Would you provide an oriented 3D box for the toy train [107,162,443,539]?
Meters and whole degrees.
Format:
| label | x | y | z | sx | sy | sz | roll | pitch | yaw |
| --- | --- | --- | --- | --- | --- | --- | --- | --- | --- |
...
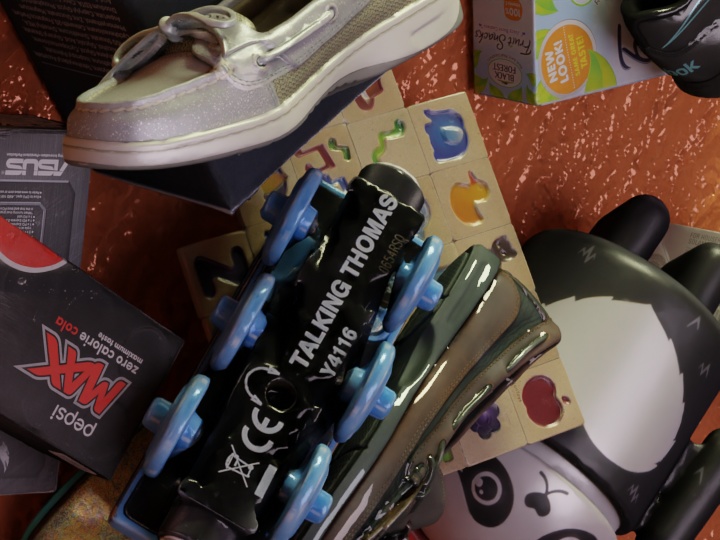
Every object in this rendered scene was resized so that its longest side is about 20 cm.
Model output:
| label | x | y | z | sx | sy | sz | roll | pitch | yaw |
| --- | --- | --- | --- | --- | --- | --- | --- | --- | --- |
| toy train | -0.033 | 0.046 | 1.153 | 0.086 | 0.114 | 0.200 | 29 | 65 | -3 |

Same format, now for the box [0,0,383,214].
| label | x | y | z | sx | sy | sz | roll | pitch | yaw |
| --- | --- | --- | --- | --- | --- | --- | --- | --- | --- |
| box | -0.073 | -0.153 | 1.149 | 0.148 | 0.107 | 0.200 | -43 | 125 | -25 |

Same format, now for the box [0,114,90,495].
| label | x | y | z | sx | sy | sz | roll | pitch | yaw |
| --- | --- | --- | --- | --- | --- | --- | --- | --- | --- |
| box | -0.207 | 0.014 | 1.115 | 0.199 | 0.048 | 0.159 | -1 | 102 | -41 |

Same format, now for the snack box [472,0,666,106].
| label | x | y | z | sx | sy | sz | roll | pitch | yaw |
| --- | --- | --- | --- | --- | --- | --- | --- | --- | --- |
| snack box | 0.142 | -0.170 | 1.371 | 0.199 | 0.053 | 0.143 | -15 | 110 | -38 |

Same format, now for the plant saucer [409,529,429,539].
| label | x | y | z | sx | sy | sz | roll | pitch | yaw |
| --- | --- | --- | --- | --- | --- | --- | --- | --- | --- |
| plant saucer | -0.039 | 0.171 | 1.312 | 0.200 | 0.037 | 0.200 | -50 | 129 | -20 |

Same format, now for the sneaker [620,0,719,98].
| label | x | y | z | sx | sy | sz | roll | pitch | yaw |
| --- | --- | --- | --- | --- | --- | --- | --- | --- | --- |
| sneaker | 0.185 | -0.184 | 1.319 | 0.079 | 0.075 | 0.201 | 23 | 85 | -40 |

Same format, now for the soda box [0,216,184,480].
| label | x | y | z | sx | sy | sz | roll | pitch | yaw |
| --- | --- | --- | --- | --- | --- | --- | --- | --- | --- |
| soda box | -0.165 | 0.006 | 1.075 | 0.200 | 0.063 | 0.071 | 36 | 77 | -41 |

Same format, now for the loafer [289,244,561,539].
| label | x | y | z | sx | sy | sz | roll | pitch | yaw |
| --- | --- | --- | --- | --- | --- | --- | --- | --- | --- |
| loafer | 0.025 | 0.078 | 1.196 | 0.063 | 0.072 | 0.200 | 36 | 62 | -7 |

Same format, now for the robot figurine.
| label | x | y | z | sx | sy | sz | roll | pitch | yaw |
| --- | --- | --- | --- | --- | --- | --- | --- | --- | --- |
| robot figurine | 0.104 | 0.060 | 1.347 | 0.200 | 0.150 | 0.125 | -55 | 145 | -16 |

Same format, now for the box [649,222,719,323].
| label | x | y | z | sx | sy | sz | roll | pitch | yaw |
| --- | --- | --- | --- | --- | --- | --- | --- | --- | --- |
| box | 0.246 | 0.044 | 1.477 | 0.200 | 0.116 | 0.060 | 28 | 80 | -40 |

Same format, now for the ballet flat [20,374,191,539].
| label | x | y | z | sx | sy | sz | roll | pitch | yaw |
| --- | --- | --- | --- | --- | --- | --- | --- | --- | --- |
| ballet flat | -0.066 | 0.077 | 1.235 | 0.200 | 0.071 | 0.071 | -46 | 127 | -25 |

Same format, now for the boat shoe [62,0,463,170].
| label | x | y | z | sx | sy | sz | roll | pitch | yaw |
| --- | --- | --- | --- | --- | --- | --- | --- | --- | --- |
| boat shoe | -0.040 | -0.093 | 1.078 | 0.202 | 0.074 | 0.065 | -29 | 113 | -36 |

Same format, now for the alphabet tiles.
| label | x | y | z | sx | sy | sz | roll | pitch | yaw |
| --- | --- | --- | --- | --- | --- | --- | --- | --- | --- |
| alphabet tiles | 0.000 | 0.000 | 1.250 | 0.167 | 0.008 | 0.201 | -17 | 84 | -28 |
